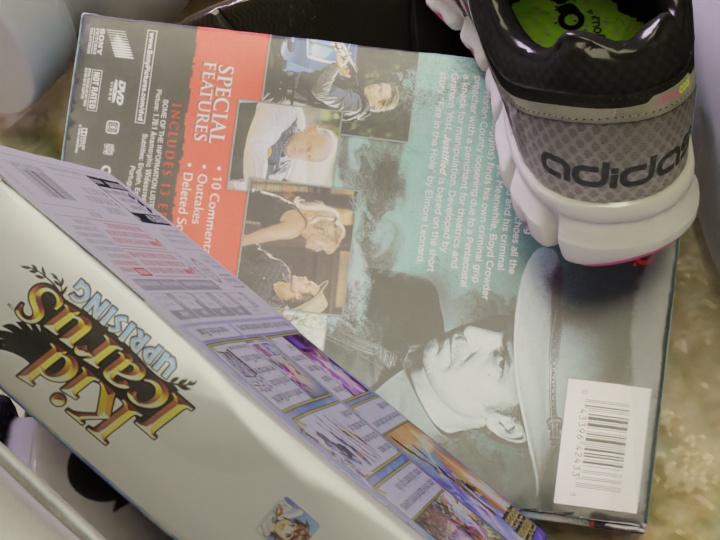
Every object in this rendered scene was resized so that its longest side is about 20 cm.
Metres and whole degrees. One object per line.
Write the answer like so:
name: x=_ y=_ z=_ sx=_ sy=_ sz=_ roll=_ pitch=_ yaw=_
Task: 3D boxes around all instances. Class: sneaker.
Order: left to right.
sneaker: x=0.058 y=-0.100 z=0.821 sx=0.074 sy=0.087 sz=0.200 roll=-8 pitch=50 yaw=-9

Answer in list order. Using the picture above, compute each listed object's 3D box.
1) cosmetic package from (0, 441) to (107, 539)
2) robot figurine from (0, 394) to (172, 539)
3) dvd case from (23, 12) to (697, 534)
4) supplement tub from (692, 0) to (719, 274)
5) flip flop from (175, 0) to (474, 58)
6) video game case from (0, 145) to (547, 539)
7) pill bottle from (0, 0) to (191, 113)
cosmetic package: x=-0.079 y=0.107 z=0.479 sx=0.107 sy=0.200 sz=0.090 roll=40 pitch=68 yaw=19
robot figurine: x=-0.141 y=0.095 z=0.765 sx=0.200 sy=0.125 sz=0.150 roll=-1 pitch=55 yaw=-1
dvd case: x=0.000 y=0.000 z=0.852 sx=0.200 sy=0.022 sz=0.146 roll=6 pitch=82 yaw=5
supplement tub: x=0.210 y=-0.064 z=0.851 sx=0.200 sy=0.145 sz=0.145 roll=-9 pitch=58 yaw=-5
flip flop: x=0.020 y=-0.073 z=0.911 sx=0.200 sy=0.058 sz=0.081 roll=-22 pitch=97 yaw=-9
video game case: x=-0.034 y=0.040 z=0.735 sx=0.181 sy=0.200 sz=0.045 roll=39 pitch=93 yaw=5
pill bottle: x=-0.082 y=-0.150 z=0.931 sx=0.112 sy=0.112 sz=0.200 roll=30 pitch=63 yaw=19
